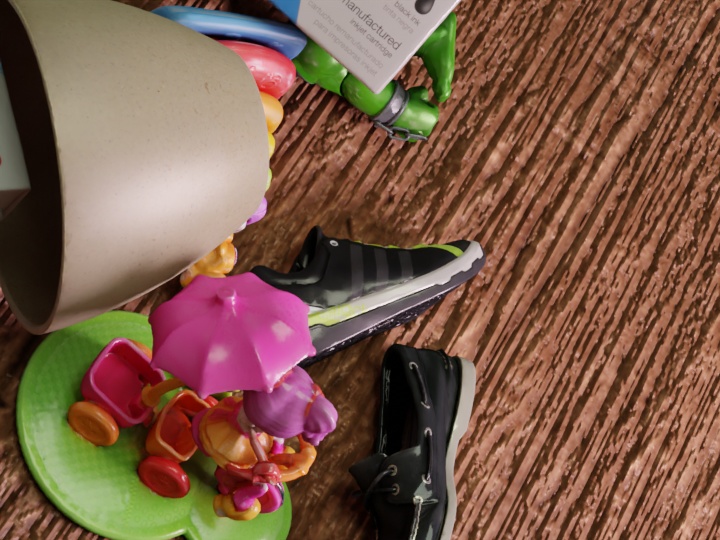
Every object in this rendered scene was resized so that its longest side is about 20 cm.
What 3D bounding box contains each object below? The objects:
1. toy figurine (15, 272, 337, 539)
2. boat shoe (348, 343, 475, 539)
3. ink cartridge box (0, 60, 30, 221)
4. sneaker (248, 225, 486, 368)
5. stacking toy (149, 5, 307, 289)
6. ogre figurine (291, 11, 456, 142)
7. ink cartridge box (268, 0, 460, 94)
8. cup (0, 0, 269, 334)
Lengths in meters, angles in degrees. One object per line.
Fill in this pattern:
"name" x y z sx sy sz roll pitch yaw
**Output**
"toy figurine" -0.080 0.081 1.143 0.200 0.184 0.150 40 53 -11
"boat shoe" 0.025 0.130 1.258 0.066 0.074 0.200 27 56 -17
"ink cartridge box" -0.297 -0.104 1.112 0.145 0.145 0.201 -5 71 -33
"sneaker" 0.000 0.000 1.303 0.200 0.072 0.083 -23 81 -38
"stacking toy" -0.097 -0.064 1.263 0.109 0.116 0.201 6 77 -31
"ogre figurine" 0.015 -0.187 1.350 0.119 0.200 0.098 7 52 -9
"ink cartridge box" 0.020 -0.237 1.245 0.146 0.084 0.200 40 96 -9
"cup" -0.138 -0.073 1.142 0.143 0.200 0.201 -10 74 -24
